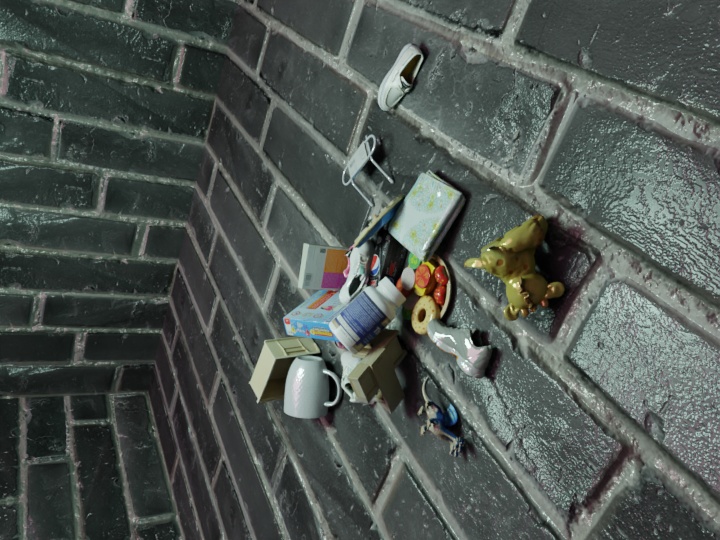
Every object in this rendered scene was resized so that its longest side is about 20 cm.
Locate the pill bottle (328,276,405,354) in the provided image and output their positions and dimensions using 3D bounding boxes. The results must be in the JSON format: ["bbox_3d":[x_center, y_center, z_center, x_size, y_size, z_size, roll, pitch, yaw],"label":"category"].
[{"bbox_3d":[0.022,0.115,1.564,0.200,0.111,0.111,-43,42,1],"label":"pill bottle"}]

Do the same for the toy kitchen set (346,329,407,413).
[{"bbox_3d":[0.015,0.285,1.623,0.179,0.200,0.165,-1,122,41],"label":"toy kitchen set"}]

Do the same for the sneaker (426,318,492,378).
[{"bbox_3d":[0.240,0.161,1.410,0.200,0.075,0.093,43,114,42],"label":"sneaker"}]

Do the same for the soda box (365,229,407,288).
[{"bbox_3d":[0.073,-0.009,1.679,0.063,0.070,0.203,35,115,56],"label":"soda box"}]

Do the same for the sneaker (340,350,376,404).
[{"bbox_3d":[-0.023,0.316,1.784,0.201,0.079,0.071,58,134,45],"label":"sneaker"}]

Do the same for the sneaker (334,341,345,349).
[{"bbox_3d":[-0.073,0.165,1.888,0.087,0.073,0.202,-46,44,44],"label":"sneaker"}]

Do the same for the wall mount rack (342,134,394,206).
[{"bbox_3d":[0.024,-0.304,1.798,0.200,0.074,0.176,-46,46,45],"label":"wall mount rack"}]

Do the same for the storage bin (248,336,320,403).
[{"bbox_3d":[-0.258,0.336,2.039,0.094,0.196,0.202,47,125,38],"label":"storage bin"}]

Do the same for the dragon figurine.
[{"bbox_3d":[0.197,0.360,1.452,0.201,0.098,0.059,-95,28,-50],"label":"dragon figurine"}]

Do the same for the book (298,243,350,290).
[{"bbox_3d":[-0.088,-0.006,1.812,0.048,0.198,0.136,19,101,55],"label":"book"}]

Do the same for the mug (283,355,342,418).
[{"bbox_3d":[-0.149,0.376,1.930,0.197,0.147,0.178,6,93,25],"label":"mug"}]

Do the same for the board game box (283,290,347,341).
[{"bbox_3d":[-0.090,0.128,1.745,0.193,0.200,0.057,3,115,33],"label":"board game box"}]

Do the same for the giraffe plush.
[{"bbox_3d":[0.331,0.003,1.222,0.172,0.199,0.163,-34,87,46],"label":"giraffe plush"}]

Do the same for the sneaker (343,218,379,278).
[{"bbox_3d":[0.002,-0.058,1.777,0.079,0.094,0.203,33,112,55],"label":"sneaker"}]

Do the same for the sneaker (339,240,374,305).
[{"bbox_3d":[0.000,0.000,1.694,0.089,0.074,0.203,133,155,-74],"label":"sneaker"}]

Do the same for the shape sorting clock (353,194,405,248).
[{"bbox_3d":[0.050,-0.137,1.644,0.039,0.200,0.200,48,137,0],"label":"shape sorting clock"}]

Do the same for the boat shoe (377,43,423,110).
[{"bbox_3d":[0.116,-0.536,1.684,0.201,0.070,0.070,-56,40,27],"label":"boat shoe"}]

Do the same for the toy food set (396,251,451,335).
[{"bbox_3d":[0.163,0.051,1.553,0.198,0.048,0.202,47,125,49],"label":"toy food set"}]

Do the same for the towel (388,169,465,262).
[{"bbox_3d":[0.168,-0.145,1.534,0.202,0.048,0.171,-59,39,13],"label":"towel"}]
